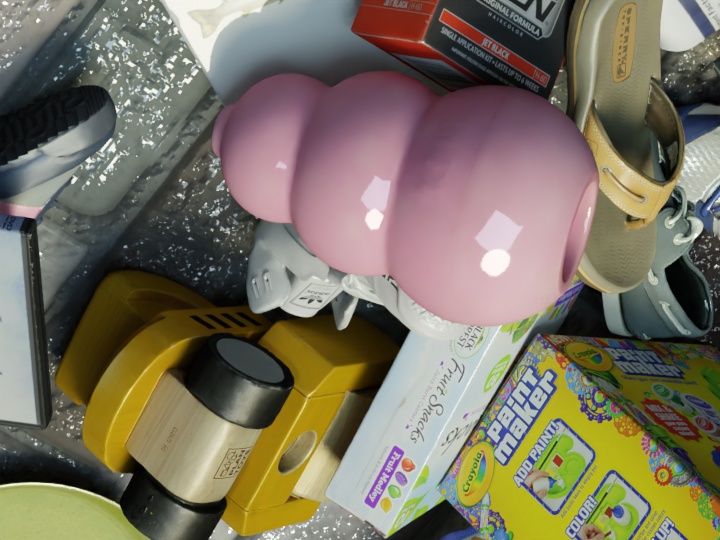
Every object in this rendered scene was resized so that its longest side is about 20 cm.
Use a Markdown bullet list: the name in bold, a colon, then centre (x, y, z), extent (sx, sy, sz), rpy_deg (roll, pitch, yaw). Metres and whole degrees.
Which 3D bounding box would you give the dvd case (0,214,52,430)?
- **dvd case**: centre (-0.272, 0.021, 1.511), extent (0.199, 0.018, 0.143), rpy_deg (6, 128, 8)

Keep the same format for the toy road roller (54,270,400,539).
- **toy road roller**: centre (-0.086, 0.069, 1.608), extent (0.200, 0.146, 0.123), rpy_deg (-2, 127, -56)

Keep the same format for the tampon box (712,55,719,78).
- **tampon box**: centre (0.328, -0.112, 1.549), extent (0.200, 0.126, 0.150), rpy_deg (-37, 78, 9)

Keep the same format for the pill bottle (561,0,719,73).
- **pill bottle**: centre (0.179, -0.193, 1.508), extent (0.200, 0.120, 0.120), rpy_deg (-36, 120, 8)

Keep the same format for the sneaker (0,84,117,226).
- **sneaker**: centre (-0.207, -0.028, 1.538), extent (0.200, 0.070, 0.082), rpy_deg (-31, 115, 15)

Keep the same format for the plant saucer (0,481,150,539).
- **plant saucer**: centre (-0.212, 0.209, 1.689), extent (0.199, 0.031, 0.201), rpy_deg (-6, 119, -10)

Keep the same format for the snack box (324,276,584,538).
- **snack box**: centre (0.067, 0.049, 1.605), extent (0.053, 0.142, 0.200), rpy_deg (34, 111, 16)

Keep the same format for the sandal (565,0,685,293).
- **sandal**: centre (0.146, -0.071, 1.459), extent (0.080, 0.054, 0.200), rpy_deg (-28, 131, -40)

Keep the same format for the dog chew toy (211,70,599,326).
- **dog chew toy**: centre (0.019, -0.047, 1.402), extent (0.199, 0.125, 0.125), rpy_deg (17, 117, 13)

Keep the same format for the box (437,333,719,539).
- **box**: centre (0.190, 0.145, 1.612), extent (0.200, 0.193, 0.122), rpy_deg (5, 122, -52)

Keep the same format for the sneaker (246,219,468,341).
- **sneaker**: centre (0.000, 0.000, 1.531), extent (0.075, 0.200, 0.115), rpy_deg (11, 121, -31)

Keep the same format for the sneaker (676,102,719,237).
- **sneaker**: centre (0.255, -0.031, 1.635), extent (0.200, 0.088, 0.075), rpy_deg (27, 111, -23)

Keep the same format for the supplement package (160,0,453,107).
- **supplement package**: centre (-0.049, -0.164, 1.471), extent (0.117, 0.117, 0.200), rpy_deg (-29, 121, 4)

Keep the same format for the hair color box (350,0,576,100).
- **hair color box**: centre (0.081, -0.194, 1.432), extent (0.101, 0.061, 0.200), rpy_deg (27, 81, -41)

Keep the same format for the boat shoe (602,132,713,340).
- **boat shoe**: centre (0.174, -0.032, 1.583), extent (0.062, 0.073, 0.200), rpy_deg (13, 141, 21)

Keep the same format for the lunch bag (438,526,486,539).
- **lunch bag**: centre (0.070, 0.269, 1.670), extent (0.123, 0.170, 0.200), rpy_deg (6, 143, -19)
